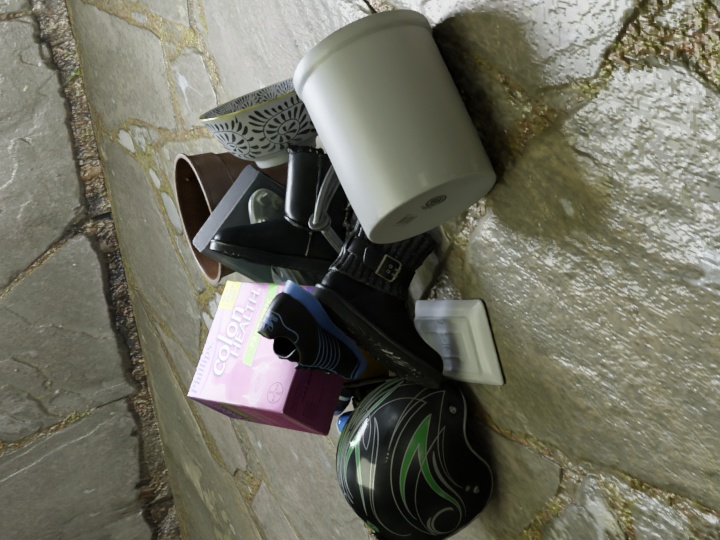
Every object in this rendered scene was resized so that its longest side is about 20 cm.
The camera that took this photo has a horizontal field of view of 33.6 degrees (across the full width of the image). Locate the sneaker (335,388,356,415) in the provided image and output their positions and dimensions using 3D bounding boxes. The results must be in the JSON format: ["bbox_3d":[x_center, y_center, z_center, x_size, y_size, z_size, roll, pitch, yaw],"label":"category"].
[{"bbox_3d":[-0.033,0.114,1.868,0.112,0.072,0.202,-48,45,42],"label":"sneaker"}]

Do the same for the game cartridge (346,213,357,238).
[{"bbox_3d":[0.000,0.000,1.679,0.129,0.038,0.203,-15,92,57],"label":"game cartridge"}]

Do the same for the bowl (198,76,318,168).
[{"bbox_3d":[-0.116,-0.201,1.651,0.200,0.199,0.095,15,128,66],"label":"bowl"}]

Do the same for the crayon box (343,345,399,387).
[{"bbox_3d":[-0.048,0.140,1.727,0.198,0.125,0.052,-7,89,39],"label":"crayon box"}]

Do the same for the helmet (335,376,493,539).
[{"bbox_3d":[0.063,0.239,1.548,0.192,0.199,0.200,61,163,-17],"label":"helmet"}]

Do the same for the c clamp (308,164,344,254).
[{"bbox_3d":[-0.013,-0.048,1.529,0.027,0.172,0.201,18,155,34],"label":"c clamp"}]

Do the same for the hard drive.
[{"bbox_3d":[-0.133,-0.053,1.731,0.033,0.140,0.199,41,-173,40],"label":"hard drive"}]

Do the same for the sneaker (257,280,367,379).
[{"bbox_3d":[-0.062,0.094,1.485,0.070,0.078,0.200,26,162,41],"label":"sneaker"}]

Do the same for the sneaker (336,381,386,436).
[{"bbox_3d":[0.016,0.208,1.771,0.199,0.076,0.113,16,126,62],"label":"sneaker"}]

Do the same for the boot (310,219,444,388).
[{"bbox_3d":[0.053,0.030,1.489,0.210,0.159,0.079,40,164,-8],"label":"boot"}]

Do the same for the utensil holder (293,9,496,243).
[{"bbox_3d":[0.040,-0.155,1.314,0.202,0.168,0.170,65,158,14],"label":"utensil holder"}]

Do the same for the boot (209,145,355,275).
[{"bbox_3d":[-0.092,-0.084,1.586,0.073,0.195,0.165,74,-155,-87],"label":"boot"}]

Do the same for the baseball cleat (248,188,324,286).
[{"bbox_3d":[-0.113,-0.023,1.692,0.106,0.070,0.201,-5,120,55],"label":"baseball cleat"}]

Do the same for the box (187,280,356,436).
[{"bbox_3d":[-0.116,0.116,1.636,0.198,0.096,0.178,3,68,44],"label":"box"}]

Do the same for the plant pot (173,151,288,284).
[{"bbox_3d":[-0.161,-0.104,1.828,0.201,0.196,0.202,50,149,45],"label":"plant pot"}]

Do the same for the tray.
[{"bbox_3d":[0.116,0.091,1.508,0.200,0.022,0.109,175,80,-69],"label":"tray"}]
